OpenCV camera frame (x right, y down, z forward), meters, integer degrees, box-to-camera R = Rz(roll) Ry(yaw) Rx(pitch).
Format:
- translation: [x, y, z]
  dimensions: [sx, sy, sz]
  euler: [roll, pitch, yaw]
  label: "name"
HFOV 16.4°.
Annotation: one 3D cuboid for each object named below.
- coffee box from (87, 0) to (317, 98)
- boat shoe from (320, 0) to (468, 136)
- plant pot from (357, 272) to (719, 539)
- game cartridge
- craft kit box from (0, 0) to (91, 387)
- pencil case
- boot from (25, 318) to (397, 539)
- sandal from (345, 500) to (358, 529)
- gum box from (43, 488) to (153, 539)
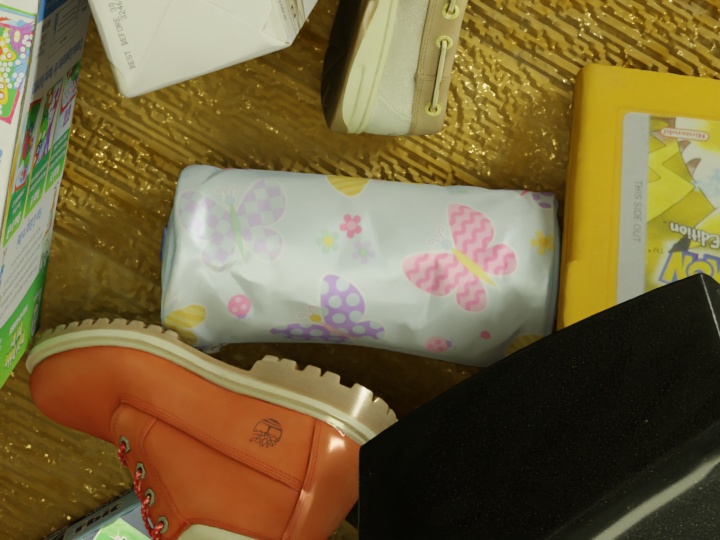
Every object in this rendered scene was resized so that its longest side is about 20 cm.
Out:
- translation: [-0.073, -0.157, 1.112]
  dimensions: [0.079, 0.200, 0.114]
  euler: [-16, 103, 8]
  label: "coffee box"
- translation: [0.037, -0.154, 1.173]
  dimensions: [0.066, 0.074, 0.201]
  euler: [10, 121, -15]
  label: "boat shoe"
- translation: [0.129, 0.124, 1.026]
  dimensions: [0.199, 0.200, 0.177]
  euler: [42, 108, -17]
  label: "plant pot"
- translation: [0.180, -0.001, 1.160]
  dimensions: [0.175, 0.201, 0.033]
  euler: [7, 144, -1]
  label: "game cartridge"
- translation: [-0.165, -0.045, 1.139]
  dimensions: [0.048, 0.200, 0.199]
  euler: [8, 102, 0]
  label: "craft kit box"
- translation: [0.000, 0.000, 1.204]
  dimensions: [0.198, 0.083, 0.092]
  euler: [4, 91, -1]
  label: "pencil case"
- translation: [-0.090, 0.088, 1.181]
  dimensions: [0.199, 0.075, 0.108]
  euler: [13, 69, 31]
  label: "boot"
- translation: [0.033, 0.119, 1.198]
  dimensions: [0.054, 0.200, 0.082]
  euler: [-26, 135, -19]
  label: "sandal"
- translation: [-0.088, 0.212, 1.266]
  dimensions: [0.169, 0.045, 0.201]
  euler: [-29, 100, 7]
  label: "gum box"
